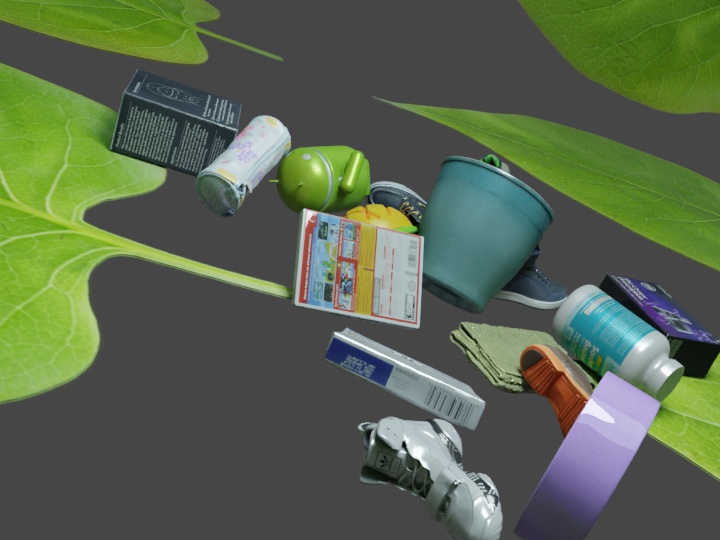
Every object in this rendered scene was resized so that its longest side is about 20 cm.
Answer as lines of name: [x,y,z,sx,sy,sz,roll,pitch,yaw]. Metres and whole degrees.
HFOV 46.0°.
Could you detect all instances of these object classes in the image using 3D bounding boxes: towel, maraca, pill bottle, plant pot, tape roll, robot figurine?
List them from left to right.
robot figurine: [-0.065,-0.159,1.492,0.174,0.118,0.198,6,12,40]
maraca: [-0.001,-0.045,1.330,0.198,0.109,0.137,-12,-3,-33]
plant pot: [0.174,-0.044,1.336,0.198,0.190,0.200,28,-8,4]
towel: [0.239,0.134,1.258,0.197,0.037,0.149,7,28,-30]
tape roll: [0.240,0.210,0.901,0.065,0.202,0.199,31,26,18]
pill bottle: [0.407,0.119,1.338,0.110,0.112,0.200,-4,35,-44]

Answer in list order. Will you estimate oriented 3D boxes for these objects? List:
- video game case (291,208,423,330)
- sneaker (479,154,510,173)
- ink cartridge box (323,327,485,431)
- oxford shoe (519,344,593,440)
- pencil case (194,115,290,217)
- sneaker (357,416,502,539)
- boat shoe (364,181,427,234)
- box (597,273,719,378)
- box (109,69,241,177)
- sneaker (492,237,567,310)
video game case: [0.000,0.000,1.233,0.197,0.145,0.017,12,-19,-23]
sneaker: [0.315,-0.229,1.998,0.077,0.086,0.200,29,24,16]
ink cartridge box: [0.053,0.132,1.062,0.197,0.041,0.200,25,-1,4]
oxford shoe: [0.299,0.178,1.142,0.072,0.072,0.201,-4,53,-41]
pencil case: [-0.188,-0.174,1.384,0.084,0.090,0.201,53,40,-19]
sneaker: [0.065,0.222,0.888,0.113,0.076,0.200,12,21,-21]
boat shoe: [0.093,-0.099,1.558,0.198,0.072,0.091,27,20,5]
box: [0.530,0.097,1.532,0.139,0.080,0.201,13,26,-27]
box: [-0.317,-0.252,1.479,0.197,0.108,0.149,17,25,-13]
sneaker: [0.305,-0.014,1.484,0.200,0.148,0.077,10,25,-28]
